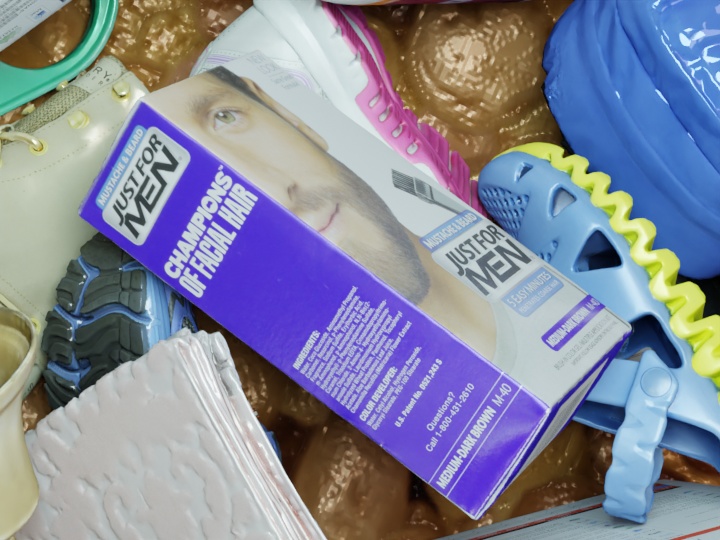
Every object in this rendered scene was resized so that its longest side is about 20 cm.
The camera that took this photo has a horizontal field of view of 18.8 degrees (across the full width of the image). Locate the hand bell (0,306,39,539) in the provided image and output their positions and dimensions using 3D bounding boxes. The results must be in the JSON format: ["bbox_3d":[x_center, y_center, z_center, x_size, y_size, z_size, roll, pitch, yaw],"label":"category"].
[{"bbox_3d":[-0.138,0.124,0.863,0.104,0.104,0.200,-32,119,-20],"label":"hand bell"}]

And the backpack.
[{"bbox_3d":[0.188,-0.107,0.988,0.200,0.168,0.163,-32,82,-36],"label":"backpack"}]

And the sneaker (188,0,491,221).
[{"bbox_3d":[-0.005,-0.038,0.976,0.088,0.081,0.200,-32,98,14],"label":"sneaker"}]

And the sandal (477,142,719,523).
[{"bbox_3d":[0.105,0.029,0.935,0.087,0.080,0.200,-33,63,-4],"label":"sandal"}]

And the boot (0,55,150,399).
[{"bbox_3d":[-0.164,-0.047,0.904,0.155,0.073,0.200,-44,119,-20],"label":"boot"}]

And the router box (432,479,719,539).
[{"bbox_3d":[0.088,0.139,0.919,0.200,0.179,0.049,-12,92,-19],"label":"router box"}]

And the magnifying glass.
[{"bbox_3d":[-0.177,-0.076,0.948,0.080,0.022,0.200,41,75,-24],"label":"magnifying glass"}]

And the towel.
[{"bbox_3d":[-0.069,0.134,0.866,0.032,0.200,0.191,-27,88,-40],"label":"towel"}]

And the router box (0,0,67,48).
[{"bbox_3d":[-0.122,-0.215,0.856,0.200,0.049,0.180,-34,78,7],"label":"router box"}]

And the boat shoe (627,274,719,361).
[{"bbox_3d":[0.153,0.021,1.021,0.199,0.066,0.075,-12,85,-19],"label":"boat shoe"}]

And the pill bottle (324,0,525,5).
[{"bbox_3d":[0.046,-0.174,0.957,0.200,0.113,0.113,-12,83,-54],"label":"pill bottle"}]

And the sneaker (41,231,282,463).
[{"bbox_3d":[-0.077,0.070,0.923,0.078,0.075,0.200,-29,119,-40],"label":"sneaker"}]

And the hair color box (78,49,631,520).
[{"bbox_3d":[0.000,0.000,0.870,0.200,0.065,0.109,35,26,10],"label":"hair color box"}]
